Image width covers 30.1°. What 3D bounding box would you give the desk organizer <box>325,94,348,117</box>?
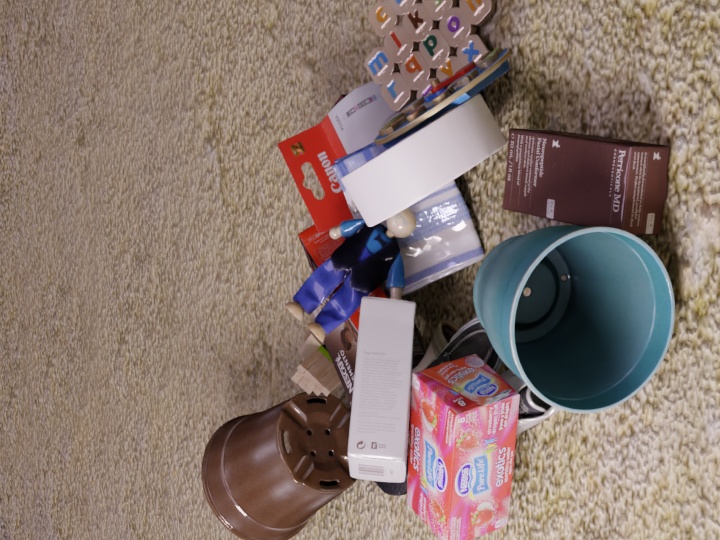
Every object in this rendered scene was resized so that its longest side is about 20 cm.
[{"bbox_3d":[0.017,-0.146,1.871,0.077,0.071,0.202,-51,54,40],"label":"desk organizer"}]

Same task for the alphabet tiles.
[{"bbox_3d":[0.090,-0.308,1.760,0.200,0.015,0.197,-45,60,27],"label":"alphabet tiles"}]

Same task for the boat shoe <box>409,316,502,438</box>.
[{"bbox_3d":[0.112,0.141,1.671,0.072,0.071,0.201,40,109,12],"label":"boat shoe"}]

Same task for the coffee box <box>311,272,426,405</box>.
[{"bbox_3d":[0.004,0.074,1.898,0.113,0.079,0.202,-51,53,43],"label":"coffee box"}]

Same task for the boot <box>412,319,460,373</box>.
[{"bbox_3d":[0.130,0.181,1.748,0.201,0.071,0.156,53,128,32],"label":"boot"}]

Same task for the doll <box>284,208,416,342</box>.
[{"bbox_3d":[0.000,0.000,1.713,0.136,0.048,0.200,42,88,15],"label":"doll"}]

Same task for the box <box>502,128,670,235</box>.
[{"bbox_3d":[0.257,-0.105,1.547,0.199,0.074,0.102,15,104,50],"label":"box"}]

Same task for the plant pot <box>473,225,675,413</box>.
[{"bbox_3d":[0.221,0.037,1.513,0.188,0.197,0.203,-150,62,-69],"label":"plant pot"}]

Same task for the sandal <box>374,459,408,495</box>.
[{"bbox_3d":[0.036,0.271,1.913,0.200,0.044,0.076,-171,85,-68],"label":"sandal"}]

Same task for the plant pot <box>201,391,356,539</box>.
[{"bbox_3d":[-0.104,0.278,1.958,0.198,0.198,0.203,-38,64,50],"label":"plant pot"}]

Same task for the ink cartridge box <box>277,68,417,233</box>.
[{"bbox_3d":[0.003,-0.162,1.798,0.057,0.198,0.164,81,165,-62],"label":"ink cartridge box"}]

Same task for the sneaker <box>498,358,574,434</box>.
[{"bbox_3d":[0.191,0.161,1.626,0.077,0.080,0.200,53,132,4],"label":"sneaker"}]

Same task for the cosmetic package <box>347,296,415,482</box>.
[{"bbox_3d":[0.027,0.144,1.619,0.102,0.073,0.203,88,-172,-67],"label":"cosmetic package"}]

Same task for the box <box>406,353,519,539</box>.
[{"bbox_3d":[0.121,0.217,1.613,0.100,0.094,0.202,41,138,48],"label":"box"}]

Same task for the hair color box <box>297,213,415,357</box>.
[{"bbox_3d":[-0.005,0.034,1.788,0.201,0.061,0.102,56,173,27],"label":"hair color box"}]

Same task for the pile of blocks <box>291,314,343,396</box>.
[{"bbox_3d":[-0.052,0.113,1.956,0.062,0.081,0.202,-51,19,42],"label":"pile of blocks"}]

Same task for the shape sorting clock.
[{"bbox_3d":[0.098,-0.213,1.621,0.199,0.199,0.040,-26,98,51],"label":"shape sorting clock"}]

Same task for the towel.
[{"bbox_3d":[0.062,-0.077,1.740,0.145,0.024,0.202,-22,96,12],"label":"towel"}]

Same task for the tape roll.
[{"bbox_3d":[0.076,-0.133,1.620,0.202,0.202,0.071,-27,97,51],"label":"tape roll"}]
